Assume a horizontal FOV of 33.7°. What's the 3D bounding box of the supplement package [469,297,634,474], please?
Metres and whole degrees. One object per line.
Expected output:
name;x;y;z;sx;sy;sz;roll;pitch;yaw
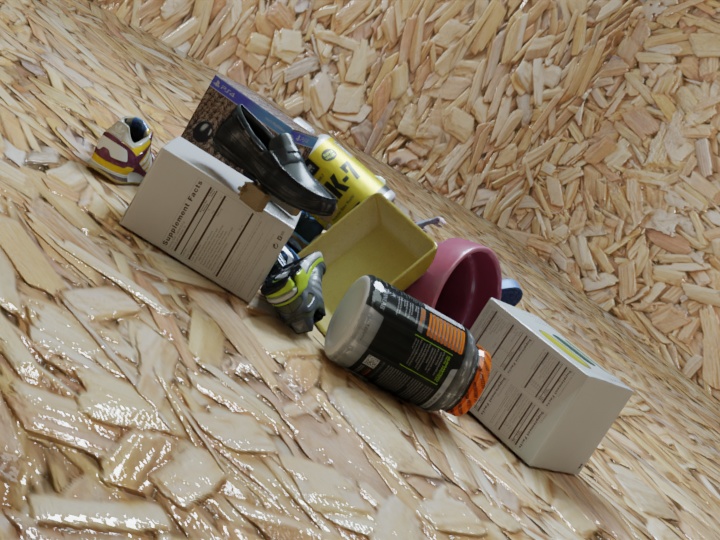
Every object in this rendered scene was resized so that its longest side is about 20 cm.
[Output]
supplement package;0.250;0.167;1.705;0.200;0.152;0.151;40;13;38

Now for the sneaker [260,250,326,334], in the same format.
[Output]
sneaker;-0.080;0.032;1.582;0.082;0.073;0.200;65;15;-9

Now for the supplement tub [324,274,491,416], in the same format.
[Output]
supplement tub;0.063;0.102;1.534;0.199;0.123;0.123;30;10;-15

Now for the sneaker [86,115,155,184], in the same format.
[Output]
sneaker;-0.332;-0.181;1.762;0.074;0.091;0.200;32;11;1

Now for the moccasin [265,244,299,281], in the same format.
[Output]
moccasin;-0.164;-0.049;1.685;0.199;0.081;0.068;32;15;3

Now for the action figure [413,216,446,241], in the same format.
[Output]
action figure;0.091;-0.016;2.083;0.147;0.136;0.200;-12;2;-5

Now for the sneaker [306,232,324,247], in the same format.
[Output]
sneaker;-0.019;-0.002;1.907;0.105;0.076;0.200;37;10;21

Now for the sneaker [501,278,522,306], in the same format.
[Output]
sneaker;0.156;0.043;1.896;0.070;0.198;0.078;69;4;-48

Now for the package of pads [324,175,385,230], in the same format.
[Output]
package of pads;-0.067;-0.128;2.073;0.197;0.069;0.155;14;-21;-6

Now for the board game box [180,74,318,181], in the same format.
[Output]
board game box;-0.189;-0.162;1.792;0.159;0.201;0.097;35;11;19

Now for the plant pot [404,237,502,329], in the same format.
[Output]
plant pot;0.088;0.035;1.781;0.178;0.202;0.199;21;2;34

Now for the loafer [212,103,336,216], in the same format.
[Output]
loafer;-0.103;-0.138;1.485;0.200;0.071;0.068;38;16;25

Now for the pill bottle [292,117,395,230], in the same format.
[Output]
pill bottle;-0.052;-0.139;1.863;0.200;0.115;0.114;41;11;4

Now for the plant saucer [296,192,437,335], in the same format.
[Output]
plant saucer;0.000;0.000;1.701;0.049;0.199;0.200;55;-5;-37

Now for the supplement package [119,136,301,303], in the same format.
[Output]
supplement package;-0.195;-0.070;1.569;0.199;0.120;0.121;32;12;-5

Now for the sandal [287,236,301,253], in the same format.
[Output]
sandal;-0.178;-0.090;1.940;0.201;0.048;0.075;48;7;10

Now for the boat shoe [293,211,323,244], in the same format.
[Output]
boat shoe;-0.113;-0.111;1.963;0.084;0.069;0.200;49;5;21

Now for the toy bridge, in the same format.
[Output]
toy bridge;-0.104;-0.098;1.554;0.067;0.027;0.199;38;14;24
